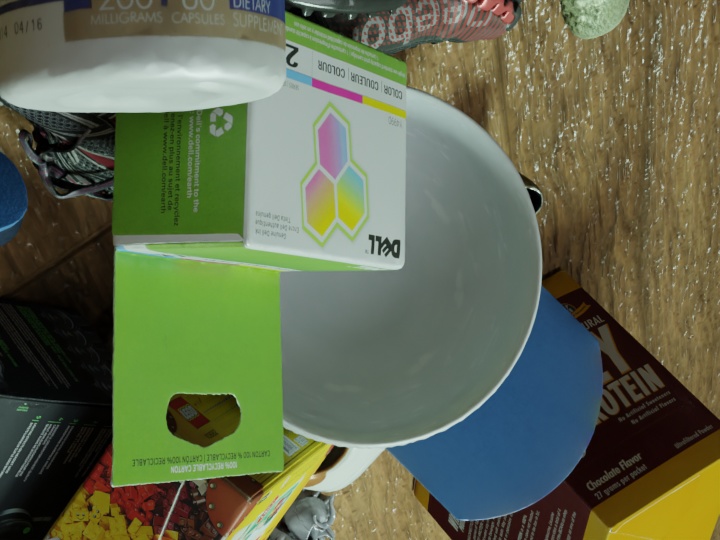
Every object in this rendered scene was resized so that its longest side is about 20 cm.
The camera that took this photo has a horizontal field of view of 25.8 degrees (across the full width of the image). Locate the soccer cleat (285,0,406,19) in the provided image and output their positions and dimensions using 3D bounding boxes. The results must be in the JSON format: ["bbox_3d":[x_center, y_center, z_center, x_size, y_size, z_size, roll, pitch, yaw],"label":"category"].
[{"bbox_3d":[-0.063,-0.161,0.684,0.198,0.068,0.074,10,106,-21],"label":"soccer cleat"}]

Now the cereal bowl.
[{"bbox_3d":[0.000,0.000,0.891,0.199,0.201,0.083,-36,180,-12],"label":"cereal bowl"}]

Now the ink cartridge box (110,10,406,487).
[{"bbox_3d":[-0.042,-0.006,0.719,0.147,0.075,0.203,7,82,-62],"label":"ink cartridge box"}]

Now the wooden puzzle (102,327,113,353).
[{"bbox_3d":[-0.115,0.095,0.984,0.186,0.037,0.199,-52,147,11],"label":"wooden puzzle"}]

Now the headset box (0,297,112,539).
[{"bbox_3d":[-0.229,0.103,0.815,0.199,0.093,0.175,12,118,-53],"label":"headset box"}]

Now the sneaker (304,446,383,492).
[{"bbox_3d":[0.016,0.076,1.064,0.201,0.073,0.084,-51,157,12],"label":"sneaker"}]

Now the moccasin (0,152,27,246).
[{"bbox_3d":[-0.248,-0.023,0.685,0.198,0.081,0.068,-1,145,-26],"label":"moccasin"}]

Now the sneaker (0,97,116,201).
[{"bbox_3d":[-0.136,-0.072,0.736,0.075,0.081,0.199,-49,148,12],"label":"sneaker"}]

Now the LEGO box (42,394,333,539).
[{"bbox_3d":[-0.100,0.137,0.878,0.150,0.077,0.200,-54,172,12],"label":"LEGO box"}]

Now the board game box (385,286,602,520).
[{"bbox_3d":[0.060,0.062,1.023,0.158,0.200,0.039,-45,178,-23],"label":"board game box"}]

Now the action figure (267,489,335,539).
[{"bbox_3d":[-0.069,0.231,1.149,0.201,0.069,0.130,-55,165,30],"label":"action figure"}]

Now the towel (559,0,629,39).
[{"bbox_3d":[0.131,-0.232,0.789,0.148,0.036,0.202,44,59,-72],"label":"towel"}]

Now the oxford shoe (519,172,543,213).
[{"bbox_3d":[0.025,-0.014,0.966,0.199,0.075,0.071,-36,118,-21],"label":"oxford shoe"}]

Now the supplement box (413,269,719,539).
[{"bbox_3d":[0.156,0.152,1.193,0.132,0.200,0.199,-25,143,-26],"label":"supplement box"}]

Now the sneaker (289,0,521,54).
[{"bbox_3d":[0.006,-0.143,0.821,0.199,0.071,0.098,7,122,-48],"label":"sneaker"}]

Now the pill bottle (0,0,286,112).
[{"bbox_3d":[-0.086,-0.164,0.586,0.110,0.110,0.203,-3,90,-46],"label":"pill bottle"}]
